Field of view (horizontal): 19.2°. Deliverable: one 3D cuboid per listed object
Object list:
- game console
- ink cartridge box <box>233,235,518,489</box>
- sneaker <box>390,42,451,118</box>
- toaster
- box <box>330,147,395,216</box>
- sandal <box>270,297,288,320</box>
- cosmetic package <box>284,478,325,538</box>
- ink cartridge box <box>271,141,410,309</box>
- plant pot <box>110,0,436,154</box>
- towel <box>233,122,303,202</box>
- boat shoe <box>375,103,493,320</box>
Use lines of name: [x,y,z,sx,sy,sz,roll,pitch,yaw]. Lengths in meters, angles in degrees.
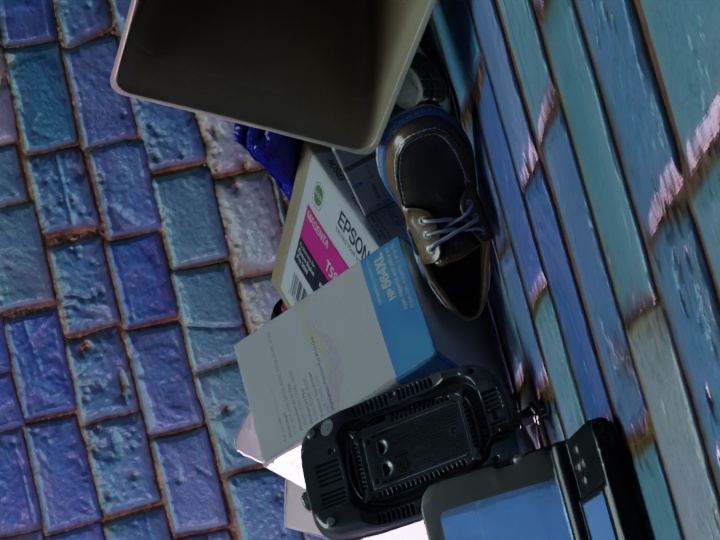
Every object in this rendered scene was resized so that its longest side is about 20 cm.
game console: [0.119,0.210,1.338,0.176,0.116,0.201,101,155,-78]
ink cartridge box: [0.000,0.093,1.728,0.128,0.200,0.126,36,-152,-46]
sneaker: [0.027,-0.158,1.715,0.089,0.077,0.201,68,-174,-50]
toaster: [0.061,0.156,1.615,0.129,0.199,0.114,53,-163,-53]
box: [-0.024,-0.143,1.743,0.156,0.041,0.200,64,-178,14]
sandal: [-0.046,0.051,1.993,0.200,0.075,0.045,-85,15,-77]
cosmetic package: [-0.005,0.143,1.941,0.200,0.071,0.106,-61,-19,-53]
ink cartridge box: [0.000,0.000,1.898,0.200,0.075,0.165,-124,38,-46]
plant pot: [-0.052,-0.232,1.525,0.200,0.199,0.178,113,168,-48]
towel: [-0.065,-0.148,1.970,0.200,0.049,0.148,54,-136,-70]
boat shoe: [0.067,-0.041,1.600,0.200,0.072,0.073,66,180,-49]
